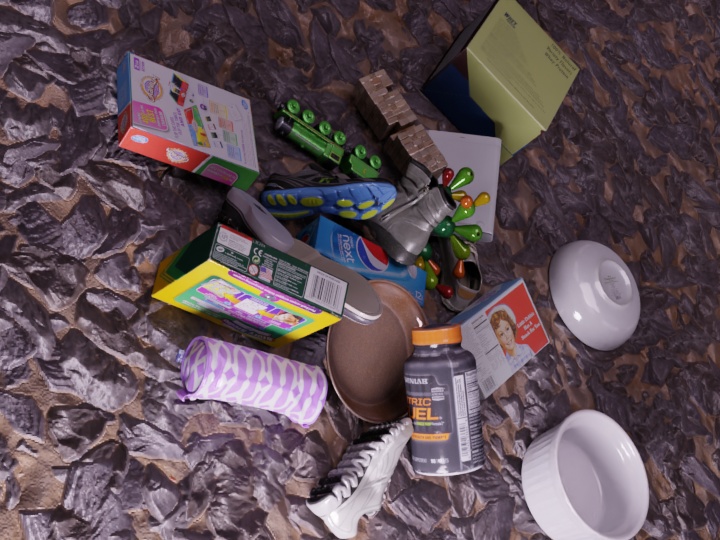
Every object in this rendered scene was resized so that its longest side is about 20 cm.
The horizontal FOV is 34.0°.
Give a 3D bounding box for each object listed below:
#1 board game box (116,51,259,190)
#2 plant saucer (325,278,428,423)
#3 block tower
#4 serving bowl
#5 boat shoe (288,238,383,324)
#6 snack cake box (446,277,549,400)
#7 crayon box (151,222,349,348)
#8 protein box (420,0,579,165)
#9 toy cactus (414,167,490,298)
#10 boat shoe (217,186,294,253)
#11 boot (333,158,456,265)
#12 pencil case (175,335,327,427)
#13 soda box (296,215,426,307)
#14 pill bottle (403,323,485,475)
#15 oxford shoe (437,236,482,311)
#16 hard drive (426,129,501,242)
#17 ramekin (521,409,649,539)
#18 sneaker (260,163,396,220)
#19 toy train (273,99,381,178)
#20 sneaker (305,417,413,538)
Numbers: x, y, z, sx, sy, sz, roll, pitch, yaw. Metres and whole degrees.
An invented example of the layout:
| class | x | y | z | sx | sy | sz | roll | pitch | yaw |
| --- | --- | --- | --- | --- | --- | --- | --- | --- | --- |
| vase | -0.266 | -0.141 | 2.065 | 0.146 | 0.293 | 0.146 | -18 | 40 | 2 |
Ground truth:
| class | x | y | z | sx | sy | sz | roll | pitch | yaw |
| --- | --- | --- | --- | --- | --- | --- | --- | --- | --- |
| board game box | -0.240 | -0.207 | 1.640 | 0.198 | 0.040 | 0.155 | 19 | 43 | -31 |
| plant saucer | 0.020 | 0.115 | 1.676 | 0.198 | 0.036 | 0.204 | 4 | 84 | -39 |
| block tower | 0.064 | -0.221 | 1.884 | 0.057 | 0.054 | 0.202 | -26 | 77 | -26 |
| serving bowl | 0.421 | 0.034 | 2.053 | 0.198 | 0.066 | 0.203 | 18 | 58 | -31 |
| boat shoe | -0.051 | 0.026 | 1.617 | 0.199 | 0.064 | 0.072 | 34 | 34 | 27 |
| snack cake box | 0.199 | 0.107 | 1.819 | 0.199 | 0.067 | 0.116 | -32 | 98 | -44 |
| crayon box | -0.144 | 0.024 | 1.524 | 0.198 | 0.172 | 0.059 | 25 | 62 | -26 |
| protein box | 0.246 | -0.335 | 2.061 | 0.198 | 0.135 | 0.201 | 43 | 48 | -11 |
| toy cactus | 0.106 | -0.071 | 1.807 | 0.102 | 0.163 | 0.203 | 11 | 95 | -73 |
| boat shoe | -0.143 | -0.053 | 1.573 | 0.068 | 0.057 | 0.200 | 31 | 8 | -28 |
| boot | 0.051 | -0.114 | 1.750 | 0.200 | 0.131 | 0.067 | 44 | 19 | 26 |
| pencil case | -0.139 | 0.146 | 1.531 | 0.197 | 0.084 | 0.087 | 16 | 92 | -29 |
| soda box | 0.000 | 0.000 | 1.728 | 0.198 | 0.068 | 0.065 | 27 | 52 | -25 |
| pill bottle | 0.116 | 0.178 | 1.658 | 0.105 | 0.105 | 0.204 | -7 | 93 | -41 |
| oxford shoe | 0.162 | -0.032 | 1.885 | 0.074 | 0.058 | 0.203 | 19 | 55 | -28 |
| hard drive | 0.157 | -0.140 | 1.912 | 0.129 | 0.026 | 0.202 | 7 | 54 | 4 |
| ramekin | 0.340 | 0.325 | 1.808 | 0.198 | 0.097 | 0.204 | 18 | 57 | -30 |
| sneaker | -0.046 | -0.120 | 1.704 | 0.196 | 0.071 | 0.084 | -1 | 50 | 4 |
| toy train | -0.052 | -0.190 | 1.811 | 0.198 | 0.042 | 0.057 | 31 | 61 | -22 |
| sneaker | 0.010 | 0.276 | 1.592 | 0.200 | 0.075 | 0.082 | -43 | 105 | -34 |
